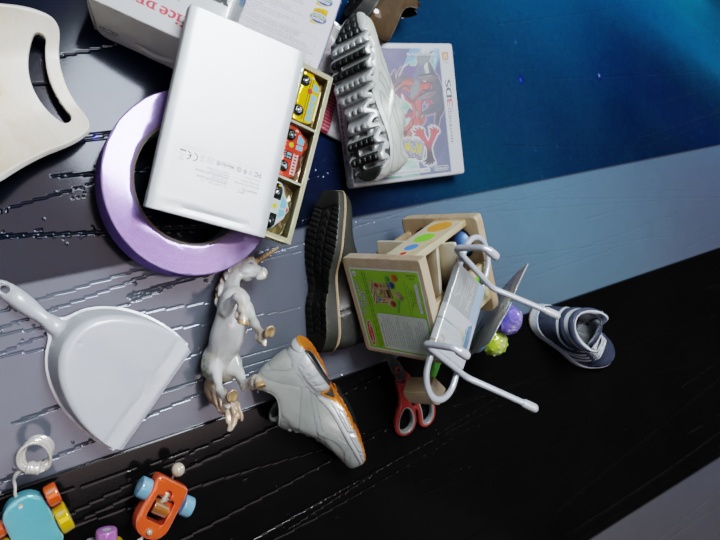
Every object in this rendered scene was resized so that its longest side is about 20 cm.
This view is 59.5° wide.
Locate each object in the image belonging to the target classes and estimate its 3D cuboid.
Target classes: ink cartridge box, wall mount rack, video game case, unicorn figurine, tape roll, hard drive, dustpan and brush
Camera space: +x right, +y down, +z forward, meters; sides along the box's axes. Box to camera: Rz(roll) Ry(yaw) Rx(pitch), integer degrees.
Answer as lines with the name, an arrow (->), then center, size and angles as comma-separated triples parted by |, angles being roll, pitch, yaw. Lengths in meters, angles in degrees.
ink cartridge box -> -0.195, -0.341, 0.703 | 0.144, 0.085, 0.206 | 20, 78, -12
wall mount rack -> 0.150, 0.067, 0.720 | 0.173, 0.073, 0.205 | 37, 66, -40
ink cartridge box -> -0.097, -0.296, 0.780 | 0.116, 0.042, 0.206 | 19, 81, -7
video game case -> 0.057, -0.218, 0.876 | 0.195, 0.023, 0.189 | -11, 97, -30
unicorn figurine -> -0.142, 0.065, 0.727 | 0.073, 0.136, 0.204 | 28, 90, -35
tape roll -> -0.197, -0.097, 0.722 | 0.195, 0.065, 0.207 | 1, 87, -30
hard drive -> -0.140, -0.151, 0.662 | 0.129, 0.026, 0.207 | 13, 89, -29
dustpan and brush -> -0.300, 0.077, 0.672 | 0.200, 0.057, 0.141 | 46, 67, -28

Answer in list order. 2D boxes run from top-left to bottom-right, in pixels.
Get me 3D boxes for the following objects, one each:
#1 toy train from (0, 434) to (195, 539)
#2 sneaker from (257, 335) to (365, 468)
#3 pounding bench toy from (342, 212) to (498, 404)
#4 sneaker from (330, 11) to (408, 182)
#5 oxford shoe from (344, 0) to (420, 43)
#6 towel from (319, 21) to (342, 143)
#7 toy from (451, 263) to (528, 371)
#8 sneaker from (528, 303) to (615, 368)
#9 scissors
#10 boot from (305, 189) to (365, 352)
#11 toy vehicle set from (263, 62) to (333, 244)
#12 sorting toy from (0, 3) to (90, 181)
toy train -> -0.285, 0.255, 0.671 | 0.197, 0.055, 0.154 | 31, 73, -29
sneaker -> -0.064, 0.180, 0.799 | 0.090, 0.076, 0.203 | -28, 113, 0
pounding bench toy -> 0.092, 0.047, 0.803 | 0.155, 0.122, 0.206 | -32, 115, -41
sneaker -> 0.015, -0.219, 0.805 | 0.080, 0.074, 0.207 | -18, 103, -42
oxford shoe -> 0.049, -0.392, 0.866 | 0.084, 0.072, 0.204 | 36, 67, -27
towel -> -0.024, -0.251, 0.851 | 0.196, 0.023, 0.148 | 23, 78, -27
toy -> 0.186, 0.079, 0.863 | 0.046, 0.200, 0.117 | 29, 71, 1
sneaker -> 0.374, 0.113, 1.020 | 0.197, 0.108, 0.072 | 27, 77, -26
scissors -> 0.059, 0.140, 0.867 | 0.072, 0.014, 0.205 | -25, 115, -22
boot -> 0.000, 0.000, 0.836 | 0.135, 0.077, 0.207 | -1, 102, -34
toy vehicle set -> -0.112, -0.146, 0.714 | 0.121, 0.026, 0.206 | 17, 83, -28
sorting toy -> -0.367, -0.178, 0.614 | 0.177, 0.106, 0.206 | -21, 99, -36
